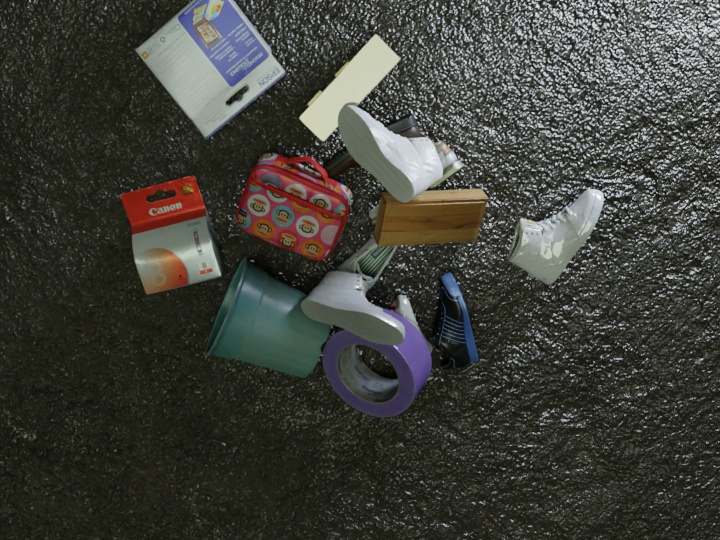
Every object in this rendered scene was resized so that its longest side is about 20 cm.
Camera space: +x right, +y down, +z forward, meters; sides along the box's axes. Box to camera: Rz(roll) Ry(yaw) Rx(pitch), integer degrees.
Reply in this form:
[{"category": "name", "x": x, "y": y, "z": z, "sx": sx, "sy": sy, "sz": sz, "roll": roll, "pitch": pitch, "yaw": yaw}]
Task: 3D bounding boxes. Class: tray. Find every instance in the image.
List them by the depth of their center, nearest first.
[{"category": "tray", "x": 0.130, "y": -0.097, "z": 1.346, "sx": 0.199, "sy": 0.037, "sz": 0.099, "roll": -5, "pitch": 130, "yaw": -18}]

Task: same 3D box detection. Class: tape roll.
[{"category": "tape roll", "x": 0.032, "y": 0.179, "z": 1.415, "sx": 0.199, "sy": 0.085, "sz": 0.201, "roll": 15, "pitch": 123, "yaw": 24}]

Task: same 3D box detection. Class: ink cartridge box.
[{"category": "ink cartridge box", "x": -0.268, "y": -0.379, "z": 1.320, "sx": 0.197, "sy": 0.047, "sz": 0.200, "roll": -36, "pitch": 104, "yaw": 10}, {"category": "ink cartridge box", "x": -0.368, "y": -0.067, "z": 1.415, "sx": 0.161, "sy": 0.050, "sz": 0.201, "roll": -13, "pitch": 109, "yaw": 6}]

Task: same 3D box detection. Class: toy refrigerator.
[{"category": "toy refrigerator", "x": -0.022, "y": -0.330, "z": 1.309, "sx": 0.070, "sy": 0.076, "sz": 0.200, "roll": 42, "pitch": 104, "yaw": -10}]

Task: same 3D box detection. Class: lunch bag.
[{"category": "lunch bag", "x": -0.117, "y": -0.128, "z": 1.352, "sx": 0.199, "sy": 0.082, "sz": 0.177, "roll": 22, "pitch": 121, "yaw": -6}]

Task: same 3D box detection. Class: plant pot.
[{"category": "plant pot", "x": -0.170, "y": 0.104, "z": 1.395, "sx": 0.195, "sy": 0.200, "sz": 0.201, "roll": 24, "pitch": 106, "yaw": -13}]

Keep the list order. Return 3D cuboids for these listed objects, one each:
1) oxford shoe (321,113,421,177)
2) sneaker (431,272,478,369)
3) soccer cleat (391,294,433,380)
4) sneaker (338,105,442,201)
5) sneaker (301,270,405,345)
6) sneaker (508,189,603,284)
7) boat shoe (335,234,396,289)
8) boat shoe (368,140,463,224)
[{"category": "oxford shoe", "x": 0.022, "y": -0.210, "z": 1.346, "sx": 0.199, "sy": 0.073, "sz": 0.085, "roll": -23, "pitch": 107, "yaw": 9}, {"category": "sneaker", "x": 0.174, "y": 0.105, "z": 1.438, "sx": 0.077, "sy": 0.070, "sz": 0.201, "roll": -17, "pitch": 107, "yaw": 0}, {"category": "soccer cleat", "x": 0.104, "y": 0.137, "z": 1.455, "sx": 0.077, "sy": 0.069, "sz": 0.201, "roll": -8, "pitch": 114, "yaw": -1}, {"category": "sneaker", "x": 0.056, "y": -0.216, "z": 1.271, "sx": 0.200, "sy": 0.115, "sz": 0.074, "roll": 51, "pitch": 139, "yaw": 9}, {"category": "sneaker", "x": 0.005, "y": 0.059, "z": 1.336, "sx": 0.199, "sy": 0.116, "sz": 0.074, "roll": 20, "pitch": 134, "yaw": 15}, {"category": "sneaker", "x": 0.359, "y": -0.081, "z": 1.366, "sx": 0.115, "sy": 0.074, "sz": 0.201, "roll": 27, "pitch": 107, "yaw": -9}, {"category": "boat shoe", "x": 0.000, "y": 0.000, "z": 1.413, "sx": 0.073, "sy": 0.067, "sz": 0.200, "roll": 33, "pitch": 105, "yaw": -8}, {"category": "boat shoe", "x": 0.092, "y": -0.163, "z": 1.363, "sx": 0.200, "sy": 0.075, "sz": 0.069, "roll": -35, "pitch": 90, "yaw": 10}]
